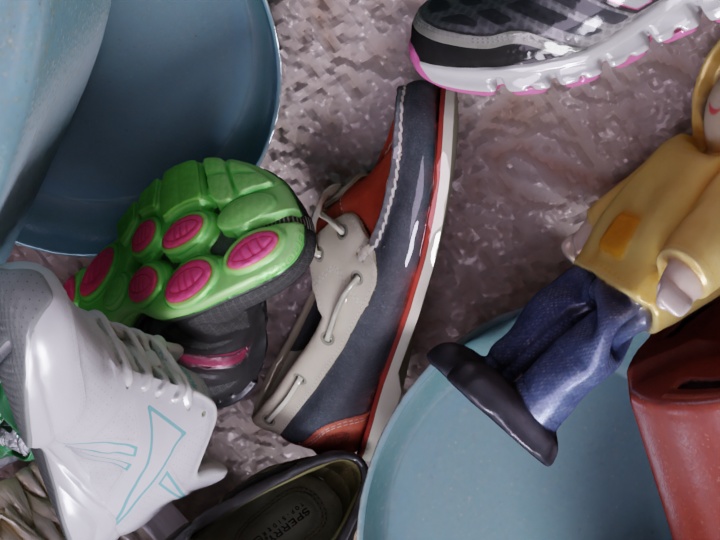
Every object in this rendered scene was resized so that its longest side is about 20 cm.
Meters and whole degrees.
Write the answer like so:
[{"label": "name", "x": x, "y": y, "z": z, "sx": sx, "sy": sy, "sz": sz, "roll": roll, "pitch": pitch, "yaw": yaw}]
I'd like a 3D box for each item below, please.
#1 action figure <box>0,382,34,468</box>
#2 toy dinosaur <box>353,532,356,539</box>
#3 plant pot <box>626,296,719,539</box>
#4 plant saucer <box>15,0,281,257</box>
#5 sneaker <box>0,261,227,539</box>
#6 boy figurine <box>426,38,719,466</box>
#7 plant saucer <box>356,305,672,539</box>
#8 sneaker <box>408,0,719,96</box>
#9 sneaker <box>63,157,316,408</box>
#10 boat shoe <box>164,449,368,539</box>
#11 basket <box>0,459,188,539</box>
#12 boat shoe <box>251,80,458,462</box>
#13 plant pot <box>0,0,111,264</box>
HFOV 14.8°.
[{"label": "action figure", "x": -0.214, "y": 0.052, "z": 1.258, "sx": 0.199, "sy": 0.055, "sz": 0.119, "roll": 11, "pitch": 136, "yaw": 32}, {"label": "toy dinosaur", "x": 0.037, "y": 0.144, "z": 1.247, "sx": 0.101, "sy": 0.058, "sz": 0.201, "roll": 27, "pitch": 81, "yaw": -17}, {"label": "plant pot", "x": 0.210, "y": 0.102, "z": 1.143, "sx": 0.200, "sy": 0.201, "sz": 0.196, "roll": -17, "pitch": 106, "yaw": 23}, {"label": "plant saucer", "x": -0.127, "y": -0.099, "z": 1.197, "sx": 0.198, "sy": 0.027, "sz": 0.201, "roll": 7, "pitch": 121, "yaw": 11}, {"label": "sneaker", "x": -0.105, "y": 0.046, "z": 1.128, "sx": 0.080, "sy": 0.071, "sz": 0.201, "roll": -21, "pitch": 152, "yaw": -5}, {"label": "boy figurine", "x": 0.119, "y": -0.013, "z": 1.122, "sx": 0.064, "sy": 0.124, "sz": 0.200, "roll": 40, "pitch": 95, "yaw": -17}, {"label": "plant saucer", "x": 0.083, "y": 0.111, "z": 1.207, "sx": 0.199, "sy": 0.036, "sz": 0.202, "roll": -2, "pitch": 94, "yaw": -23}, {"label": "sneaker", "x": 0.102, "y": -0.132, "z": 1.034, "sx": 0.199, "sy": 0.074, "sz": 0.088, "roll": -19, "pitch": 115, "yaw": 18}, {"label": "sneaker", "x": -0.069, "y": 0.012, "z": 1.200, "sx": 0.083, "sy": 0.077, "sz": 0.200, "roll": 17, "pitch": 152, "yaw": -26}, {"label": "boat shoe", "x": -0.067, "y": 0.141, "z": 1.184, "sx": 0.072, "sy": 0.201, "sz": 0.066, "roll": 44, "pitch": 144, "yaw": 5}, {"label": "basket", "x": -0.123, "y": 0.194, "z": 1.257, "sx": 0.200, "sy": 0.123, "sz": 0.136, "roll": 48, "pitch": 135, "yaw": 13}, {"label": "boat shoe", "x": 0.000, "y": 0.000, "z": 1.198, "sx": 0.062, "sy": 0.071, "sz": 0.201, "roll": 15, "pitch": 128, "yaw": 0}, {"label": "plant pot", "x": -0.200, "y": -0.098, "z": 1.095, "sx": 0.196, "sy": 0.196, "sz": 0.201, "roll": 31, "pitch": 115, "yaw": -5}]
